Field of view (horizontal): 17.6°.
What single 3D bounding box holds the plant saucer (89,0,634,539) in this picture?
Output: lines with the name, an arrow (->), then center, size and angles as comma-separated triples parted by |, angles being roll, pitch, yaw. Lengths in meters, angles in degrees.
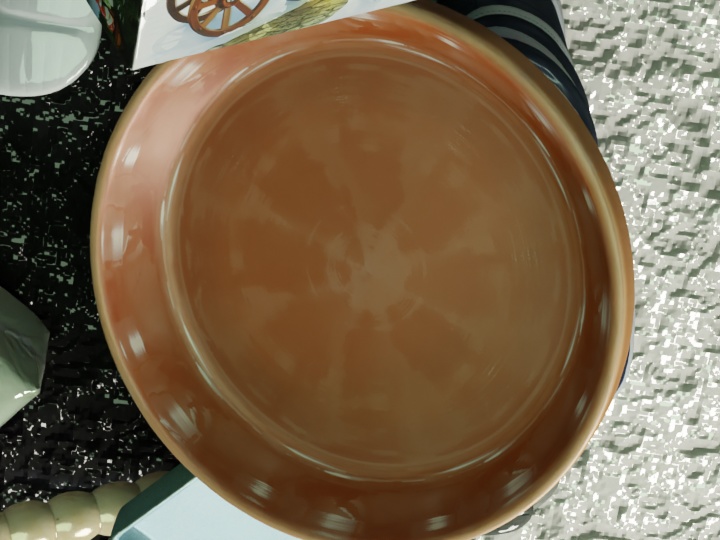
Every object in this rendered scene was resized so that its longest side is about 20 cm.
plant saucer -> 0.000, 0.000, 0.811 | 0.199, 0.032, 0.202 | 7, 108, 21

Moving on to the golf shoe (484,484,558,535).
golf shoe -> -0.008, 0.037, 0.922 | 0.199, 0.094, 0.078 | 35, 99, 12

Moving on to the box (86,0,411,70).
box -> 0.019, -0.142, 0.695 | 0.199, 0.038, 0.137 | -17, 145, -26

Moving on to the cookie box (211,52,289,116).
cookie box -> -0.018, -0.184, 0.808 | 0.200, 0.075, 0.171 | -38, 111, 17

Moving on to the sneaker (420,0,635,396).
sneaker -> 0.064, -0.013, 0.874 | 0.070, 0.109, 0.201 | -12, 116, 7

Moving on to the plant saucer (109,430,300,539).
plant saucer -> -0.025, 0.123, 0.942 | 0.070, 0.019, 0.200 | -37, 140, 6

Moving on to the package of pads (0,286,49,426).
package of pads -> -0.247, 0.024, 0.917 | 0.154, 0.068, 0.200 | -42, 110, 17

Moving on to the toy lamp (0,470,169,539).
toy lamp -> -0.110, 0.096, 0.920 | 0.199, 0.058, 0.059 | -10, 119, -24

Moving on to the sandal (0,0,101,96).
sandal -> -0.179, -0.126, 0.853 | 0.205, 0.059, 0.080 | 18, 108, 15
